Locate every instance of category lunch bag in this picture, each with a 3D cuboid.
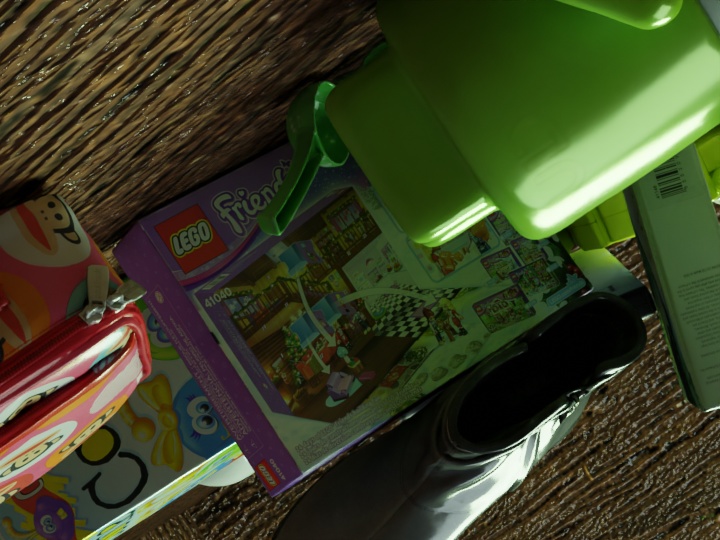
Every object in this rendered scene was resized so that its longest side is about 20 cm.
[{"bbox_3d":[-0.174,0.052,0.832,0.200,0.082,0.176,-34,171,-11],"label":"lunch bag"}]

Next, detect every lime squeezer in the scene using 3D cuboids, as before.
[{"bbox_3d":[0.012,-0.075,0.947,0.200,0.038,0.071,-35,-168,-31],"label":"lime squeezer"}]

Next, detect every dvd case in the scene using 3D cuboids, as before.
[{"bbox_3d":[0.080,0.030,1.220,0.142,0.018,0.200,-23,-173,2],"label":"dvd case"}]

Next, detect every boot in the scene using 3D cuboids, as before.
[{"bbox_3d":[0.035,0.085,1.012,0.200,0.070,0.132,-44,174,-15],"label":"boot"}]

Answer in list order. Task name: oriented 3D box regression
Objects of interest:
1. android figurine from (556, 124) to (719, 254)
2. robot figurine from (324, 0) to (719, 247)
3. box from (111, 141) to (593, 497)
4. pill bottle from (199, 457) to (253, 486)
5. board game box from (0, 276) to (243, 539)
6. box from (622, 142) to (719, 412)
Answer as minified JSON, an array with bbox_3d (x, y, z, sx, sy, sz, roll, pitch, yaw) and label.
[{"bbox_3d":[0.170,-0.053,1.283,0.181,0.041,0.200,-26,-171,-1],"label":"android figurine"},{"bbox_3d":[0.086,-0.091,0.857,0.200,0.116,0.175,-34,173,6],"label":"robot figurine"},{"bbox_3d":[0.000,0.000,1.063,0.200,0.137,0.039,-29,173,-35],"label":"box"},{"bbox_3d":[-0.079,0.080,1.510,0.104,0.104,0.200,-38,173,40],"label":"pill bottle"},{"bbox_3d":[-0.125,0.073,1.149,0.200,0.105,0.103,-32,174,-26],"label":"board game box"},{"bbox_3d":[0.153,-0.008,1.069,0.036,0.145,0.200,-16,176,7],"label":"box"}]
